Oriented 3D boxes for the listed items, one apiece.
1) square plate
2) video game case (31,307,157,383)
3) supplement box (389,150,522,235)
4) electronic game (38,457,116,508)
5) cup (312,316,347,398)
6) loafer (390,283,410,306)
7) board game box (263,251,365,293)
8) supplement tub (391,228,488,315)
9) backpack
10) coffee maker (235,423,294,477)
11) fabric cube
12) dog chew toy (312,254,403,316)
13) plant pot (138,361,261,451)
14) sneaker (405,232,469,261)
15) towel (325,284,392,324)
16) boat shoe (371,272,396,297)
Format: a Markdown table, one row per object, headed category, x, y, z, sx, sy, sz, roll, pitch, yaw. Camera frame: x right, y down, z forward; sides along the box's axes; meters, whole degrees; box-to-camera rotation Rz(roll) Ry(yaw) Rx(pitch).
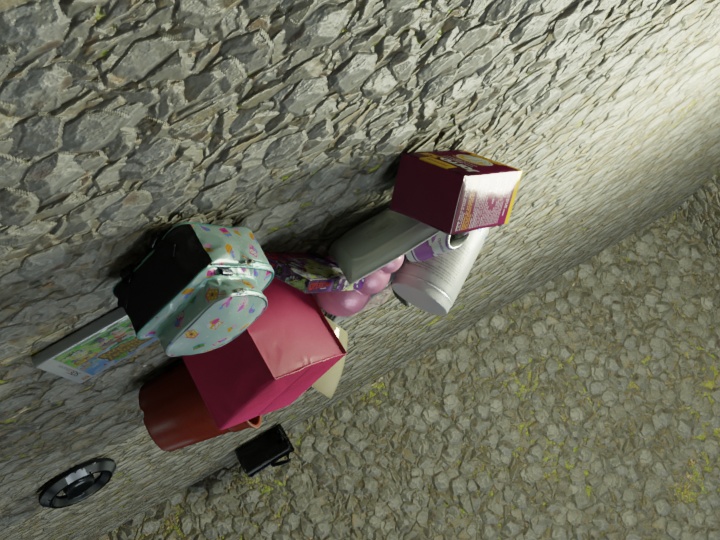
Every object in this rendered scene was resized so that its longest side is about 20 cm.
| category | x | y | z | sx | sy | sz | roll | pitch | yaw |
| --- | --- | --- | --- | --- | --- | --- | --- | --- | --- |
| square plate | 0.041 | -0.064 | 1.431 | 0.199 | 0.029 | 0.198 | -30 | -157 | -3 |
| video game case | -0.404 | 0.115 | 1.302 | 0.199 | 0.022 | 0.182 | -30 | 165 | -6 |
| supplement box | 0.163 | -0.137 | 1.355 | 0.199 | 0.130 | 0.104 | -14 | 123 | -51 |
| electronic game | -0.708 | 0.534 | 2.015 | 0.199 | 0.042 | 0.200 | -31 | 158 | -14 |
| cup | -0.108 | 0.174 | 1.814 | 0.144 | 0.199 | 0.200 | -55 | 167 | -8 |
| loafer | 0.105 | 0.007 | 1.850 | 0.070 | 0.075 | 0.201 | -42 | 155 | -15 |
| board game box | -0.086 | 0.002 | 1.393 | 0.200 | 0.119 | 0.033 | -2 | 111 | -63 |
| supplement tub | 0.160 | -0.028 | 1.603 | 0.201 | 0.131 | 0.132 | -60 | 172 | -15 |
| backpack | -0.217 | 0.023 | 1.138 | 0.176 | 0.154 | 0.200 | -44 | 168 | 24 |
| coffee maker | -0.368 | 0.673 | 3.031 | 0.199 | 0.135 | 0.193 | -30 | 142 | -7 |
| fabric cube | -0.186 | 0.143 | 1.491 | 0.199 | 0.197 | 0.199 | -12 | 155 | -49 |
| dog chew toy | 0.000 | 0.000 | 1.528 | 0.199 | 0.125 | 0.124 | -36 | 164 | 23 |
| plant pot | -0.331 | 0.264 | 1.634 | 0.194 | 0.202 | 0.201 | -23 | 166 | 3 |
| sneaker | 0.160 | -0.085 | 1.471 | 0.113 | 0.073 | 0.201 | -14 | -151 | 27 |
| towel | 0.007 | 0.068 | 1.954 | 0.190 | 0.032 | 0.200 | -26 | 165 | -22 |
| boat shoe | 0.044 | -0.004 | 1.723 | 0.199 | 0.074 | 0.068 | -38 | -176 | 38 |
